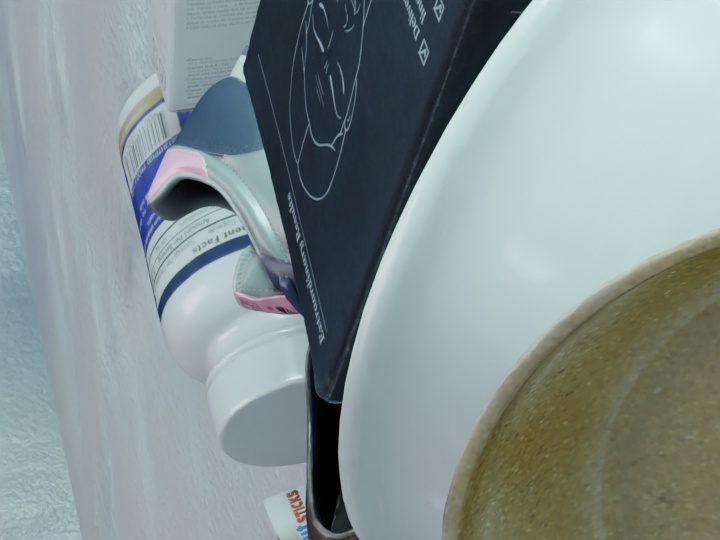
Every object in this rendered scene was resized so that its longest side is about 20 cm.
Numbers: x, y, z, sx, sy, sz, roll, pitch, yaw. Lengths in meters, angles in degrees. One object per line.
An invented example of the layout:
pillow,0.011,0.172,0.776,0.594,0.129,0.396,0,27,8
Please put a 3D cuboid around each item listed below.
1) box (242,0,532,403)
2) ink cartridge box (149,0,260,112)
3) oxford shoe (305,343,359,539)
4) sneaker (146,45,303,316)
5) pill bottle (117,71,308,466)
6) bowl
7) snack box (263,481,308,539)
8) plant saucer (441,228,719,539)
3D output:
box,0.045,-0.078,0.656,0.200,0.107,0.149,110,153,-46
ink cartridge box,-0.039,-0.166,1.022,0.200,0.109,0.050,97,160,-46
oxford shoe,0.022,0.016,0.737,0.073,0.071,0.201,57,-146,-53
sneaker,0.000,0.000,0.842,0.200,0.082,0.070,42,178,31
pill bottle,-0.052,-0.006,1.151,0.120,0.119,0.201,103,155,-56
bowl,0.093,0.007,0.507,0.090,0.201,0.202,32,139,27
snack box,0.011,0.187,0.925,0.072,0.024,0.200,-119,7,-64
plant saucer,0.116,0.060,0.419,0.035,0.199,0.201,-65,-18,-51
